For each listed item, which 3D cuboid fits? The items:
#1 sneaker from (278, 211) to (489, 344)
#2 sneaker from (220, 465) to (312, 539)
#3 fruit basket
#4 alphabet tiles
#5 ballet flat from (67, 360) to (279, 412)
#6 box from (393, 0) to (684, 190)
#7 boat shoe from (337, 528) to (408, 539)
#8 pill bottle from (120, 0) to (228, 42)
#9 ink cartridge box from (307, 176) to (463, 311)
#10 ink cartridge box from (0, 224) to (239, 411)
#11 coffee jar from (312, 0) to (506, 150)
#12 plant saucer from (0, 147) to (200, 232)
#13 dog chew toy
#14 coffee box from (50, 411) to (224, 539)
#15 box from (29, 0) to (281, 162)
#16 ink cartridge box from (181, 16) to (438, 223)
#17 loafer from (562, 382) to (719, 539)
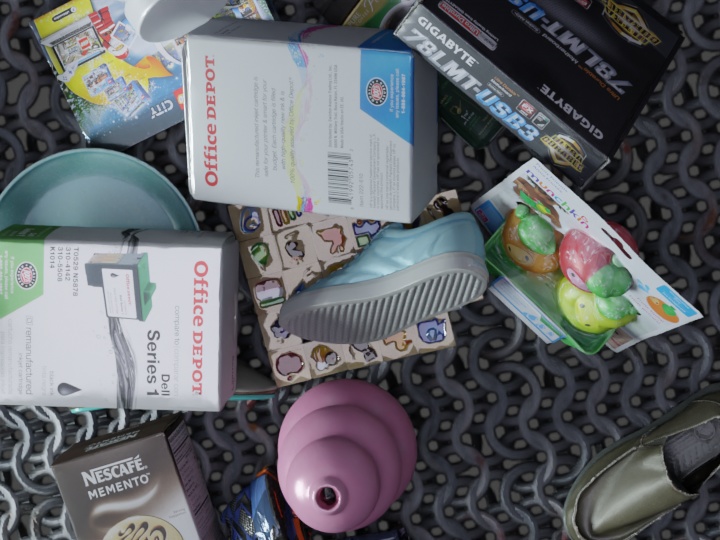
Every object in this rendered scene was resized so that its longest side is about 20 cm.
[{"bbox_3d":[0.021,0.004,1.612,0.199,0.082,0.074,-16,141,24],"label":"sneaker"},{"bbox_3d":[-0.078,0.276,1.671,0.078,0.201,0.075,-32,138,27],"label":"sneaker"},{"bbox_3d":[0.176,-0.004,1.561,0.185,0.200,0.094,43,80,-3],"label":"fruit basket"},{"bbox_3d":[0.000,0.000,1.642,0.198,0.008,0.168,-14,99,9],"label":"alphabet tiles"},{"bbox_3d":[-0.173,0.089,1.685,0.198,0.067,0.064,-4,88,6],"label":"ballet flat"},{"bbox_3d":[0.150,-0.192,1.539,0.200,0.199,0.050,39,134,-2],"label":"box"},{"bbox_3d":[-0.031,0.296,1.710,0.199,0.075,0.093,-17,79,10],"label":"boat shoe"},{"bbox_3d":[-0.190,-0.297,1.566,0.116,0.116,0.201,-35,75,10],"label":"pill bottle"},{"bbox_3d":[0.014,-0.053,1.653,0.118,0.042,0.202,-12,97,7],"label":"ink cartridge box"},{"bbox_3d":[-0.207,0.040,1.602,0.198,0.084,0.147,1,98,3],"label":"ink cartridge box"},{"bbox_3d":[0.061,-0.202,1.596,0.200,0.085,0.104,40,117,-2],"label":"coffee jar"},{"bbox_3d":[-0.232,-0.008,1.657,0.198,0.036,0.202,0,98,2],"label":"plant saucer"},{"bbox_3d":[-0.016,0.166,1.611,0.123,0.200,0.126,1,101,6],"label":"dog chew toy"},{"bbox_3d":[-0.188,0.243,1.703,0.112,0.080,0.201,-17,98,9],"label":"coffee box"},{"bbox_3d":[-0.170,-0.199,1.647,0.199,0.038,0.137,-25,96,9],"label":"box"},{"bbox_3d":[-0.040,-0.128,1.566,0.198,0.085,0.146,6,112,16],"label":"ink cartridge box"},{"bbox_3d":[0.258,0.174,1.650,0.200,0.070,0.075,-43,93,11],"label":"loafer"}]
